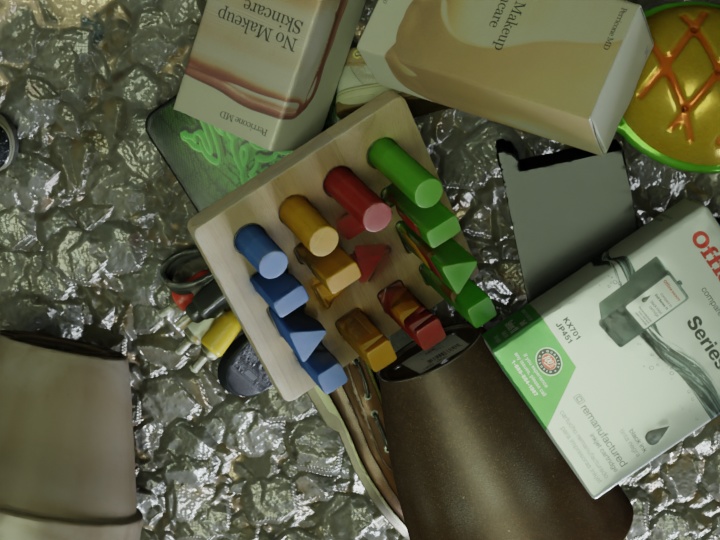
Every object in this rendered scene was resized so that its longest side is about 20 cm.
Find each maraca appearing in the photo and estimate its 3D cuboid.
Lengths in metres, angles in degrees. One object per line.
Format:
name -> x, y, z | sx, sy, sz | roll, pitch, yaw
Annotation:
maraca -> 0.246, -0.148, 1.502 | 0.200, 0.107, 0.137 | 9, 78, -5

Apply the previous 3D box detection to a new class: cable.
cable -> -0.091, -0.005, 1.644 | 0.200, 0.050, 0.097 | -36, 63, 1

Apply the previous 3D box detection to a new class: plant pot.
plant pot -> -0.272, 0.148, 1.648 | 0.200, 0.200, 0.174 | 13, 92, 4
plant pot -> 0.100, 0.150, 1.575 | 0.187, 0.187, 0.200 | -22, 107, 14

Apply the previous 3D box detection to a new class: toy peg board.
toy peg board -> 0.000, 0.000, 1.520 | 0.199, 0.098, 0.200 | -34, 128, -10

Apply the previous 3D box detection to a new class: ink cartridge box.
ink cartridge box -> 0.218, 0.057, 1.477 | 0.200, 0.083, 0.147 | -35, 96, 2

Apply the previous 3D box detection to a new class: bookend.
bookend -> 0.225, -0.025, 1.559 | 0.198, 0.092, 0.200 | -12, 99, 5

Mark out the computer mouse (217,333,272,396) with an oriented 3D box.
computer mouse -> -0.044, 0.038, 1.650 | 0.200, 0.034, 0.059 | -38, 125, 10

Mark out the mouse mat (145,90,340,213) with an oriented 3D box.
mouse mat -> -0.068, -0.086, 1.599 | 0.161, 0.008, 0.200 | -33, 88, 10

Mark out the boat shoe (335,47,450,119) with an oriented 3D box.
boat shoe -> 0.074, -0.168, 1.546 | 0.200, 0.074, 0.067 | -9, 75, 8

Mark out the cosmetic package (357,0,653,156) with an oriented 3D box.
cosmetic package -> 0.111, -0.171, 1.461 | 0.200, 0.071, 0.105 | 18, 77, 23

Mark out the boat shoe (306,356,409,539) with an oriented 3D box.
boat shoe -> 0.018, 0.143, 1.651 | 0.068, 0.072, 0.200 | -31, 110, 2

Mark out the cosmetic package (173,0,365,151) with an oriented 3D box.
cosmetic package -> -0.062, -0.205, 1.523 | 0.103, 0.087, 0.200 | 22, 104, 20

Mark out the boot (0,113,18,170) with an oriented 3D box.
boot -> -0.403, -0.098, 1.593 | 0.203, 0.154, 0.074 | 3, 108, 7
